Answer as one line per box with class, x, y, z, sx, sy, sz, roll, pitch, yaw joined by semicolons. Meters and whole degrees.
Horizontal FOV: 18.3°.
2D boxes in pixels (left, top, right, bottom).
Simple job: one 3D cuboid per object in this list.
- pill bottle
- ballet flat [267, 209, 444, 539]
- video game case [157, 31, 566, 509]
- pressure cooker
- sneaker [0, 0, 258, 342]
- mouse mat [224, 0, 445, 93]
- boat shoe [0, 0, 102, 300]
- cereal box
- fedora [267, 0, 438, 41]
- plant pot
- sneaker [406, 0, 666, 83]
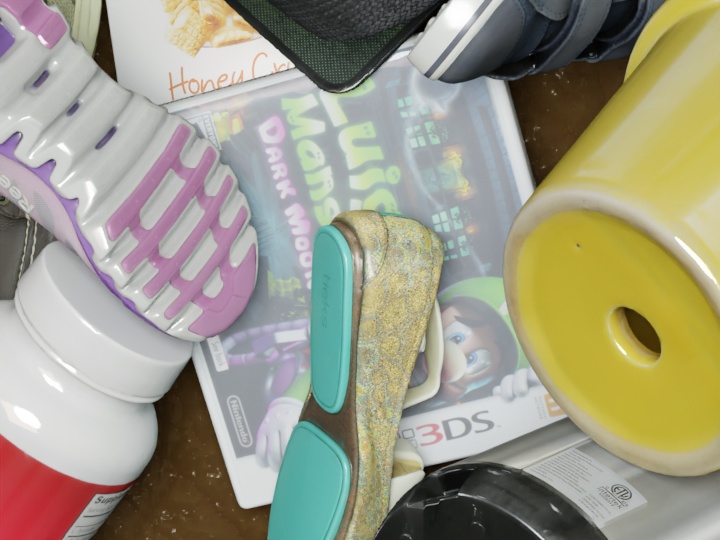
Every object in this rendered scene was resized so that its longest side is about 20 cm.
pill bottle;-0.168;0.089;1.059;0.112;0.112;0.200;40;109;8
ballet flat;0.003;0.069;1.034;0.070;0.071;0.201;12;109;11
video game case;0.000;0.000;1.054;0.181;0.023;0.201;-14;103;11
pressure cooker;0.123;0.144;0.972;0.178;0.199;0.177;-35;78;48
sneaker;-0.130;-0.048;1.019;0.200;0.088;0.081;47;61;-11
mouse mat;-0.020;-0.194;1.053;0.161;0.008;0.200;-45;66;-3
boat shoe;-0.175;-0.064;1.086;0.071;0.066;0.202;15;99;37
cereal box;-0.049;-0.113;1.087;0.143;0.040;0.202;-10;89;11
fedora;0.007;-0.171;0.971;0.200;0.201;0.092;-38;118;9
plant pot;0.164;-0.018;0.921;0.189;0.201;0.201;-35;82;-33
sneaker;0.103;-0.130;0.994;0.079;0.078;0.200;45;54;1
